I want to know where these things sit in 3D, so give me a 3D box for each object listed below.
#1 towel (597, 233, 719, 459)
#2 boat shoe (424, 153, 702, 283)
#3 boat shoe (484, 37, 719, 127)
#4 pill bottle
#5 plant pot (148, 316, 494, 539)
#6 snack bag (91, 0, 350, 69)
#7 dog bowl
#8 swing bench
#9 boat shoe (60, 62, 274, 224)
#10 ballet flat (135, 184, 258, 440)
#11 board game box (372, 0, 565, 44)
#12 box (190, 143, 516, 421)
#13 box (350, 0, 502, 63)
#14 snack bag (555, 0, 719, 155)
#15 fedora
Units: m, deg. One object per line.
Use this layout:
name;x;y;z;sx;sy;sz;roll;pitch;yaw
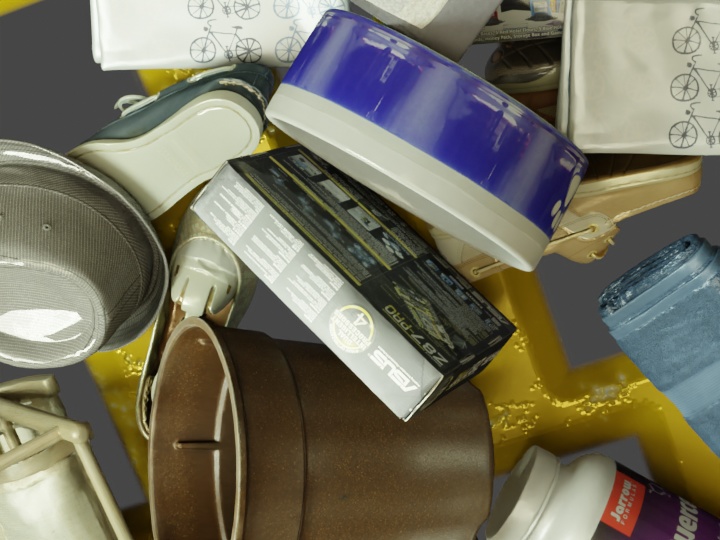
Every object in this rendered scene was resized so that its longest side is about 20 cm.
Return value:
towel;0.265;0.068;1.355;0.200;0.049;0.111;48;132;-7
boat shoe;0.146;-0.038;1.337;0.198;0.074;0.070;-13;110;21
boat shoe;0.185;-0.124;1.304;0.198;0.076;0.072;-3;117;14
pill bottle;0.194;0.207;1.391;0.199;0.113;0.113;29;110;-4
plant pot;-0.025;0.133;1.334;0.196;0.200;0.202;1;112;-22
snack bag;-0.098;-0.236;1.311;0.186;0.021;0.202;1;110;8
dog bowl;0.043;-0.082;1.232;0.199;0.200;0.079;31;88;-4
swing bench;-0.230;0.197;1.410;0.129;0.200;0.201;-25;107;-10
boat shoe;-0.140;-0.090;1.351;0.199;0.062;0.075;-28;116;37
ballet flat;-0.117;0.036;1.396;0.067;0.062;0.202;16;110;1
board game box;0.100;-0.254;1.269;0.198;0.062;0.202;-3;107;10
box;0.000;0.000;1.291;0.200;0.161;0.049;44;110;9
box;0.054;-0.251;1.163;0.131;0.115;0.201;29;109;-23
snack bag;0.221;-0.173;1.231;0.186;0.021;0.202;2;101;0
fedora;-0.237;0.003;1.358;0.198;0.091;0.178;16;128;7
